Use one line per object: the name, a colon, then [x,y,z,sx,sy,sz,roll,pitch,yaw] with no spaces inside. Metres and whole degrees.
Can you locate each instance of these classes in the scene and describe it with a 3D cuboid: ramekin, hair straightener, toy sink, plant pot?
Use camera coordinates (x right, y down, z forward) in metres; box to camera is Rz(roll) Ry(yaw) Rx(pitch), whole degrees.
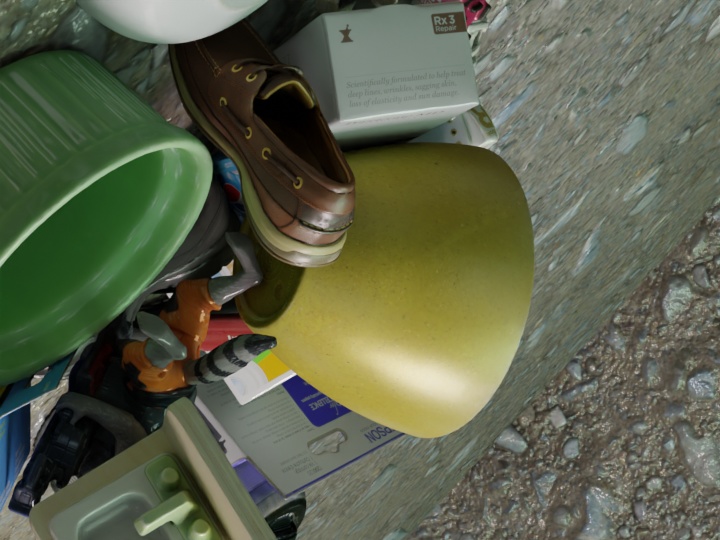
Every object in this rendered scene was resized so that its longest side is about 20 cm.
ramekin: [-0.193,-0.035,1.114,0.200,0.098,0.200,-41,164,-14]
hair straightener: [-0.127,0.028,1.372,0.077,0.198,0.041,-76,151,-44]
toy sink: [-0.128,0.184,1.153,0.111,0.131,0.200,-30,168,-19]
plant pot: [0.000,0.000,1.241,0.141,0.201,0.201,13,128,-32]

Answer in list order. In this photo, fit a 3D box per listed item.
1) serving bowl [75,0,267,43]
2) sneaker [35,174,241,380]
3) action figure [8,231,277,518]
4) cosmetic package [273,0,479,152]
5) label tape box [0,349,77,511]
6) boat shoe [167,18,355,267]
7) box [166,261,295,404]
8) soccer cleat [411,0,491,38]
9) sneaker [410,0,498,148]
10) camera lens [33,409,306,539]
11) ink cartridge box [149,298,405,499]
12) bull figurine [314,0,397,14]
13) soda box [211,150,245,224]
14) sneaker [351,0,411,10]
serving bowl: [-0.071,-0.202,1.068,0.200,0.066,0.200,-42,163,-15]
sneaker: [-0.173,-0.006,1.318,0.200,0.076,0.091,-42,151,-20]
action figure: [-0.141,0.089,1.202,0.194,0.104,0.201,-56,-173,41]
cosmetic package: [-0.007,-0.118,1.245,0.101,0.075,0.200,-9,178,-19]
label tape box: [-0.261,0.122,1.184,0.198,0.064,0.144,-22,-169,3]
boat shoe: [-0.054,-0.097,1.133,0.071,0.201,0.068,-6,143,-35]
box: [-0.031,-0.004,1.433,0.199,0.113,0.101,-30,-168,17]
soccer cleat: [0.062,-0.234,1.281,0.070,0.086,0.201,-41,159,-53]
sneaker: [0.082,-0.155,1.492,0.073,0.116,0.201,-21,151,-51]
camera lens: [-0.156,0.180,1.565,0.160,0.200,0.160,-41,164,-14]
ink cartridge box: [-0.082,0.098,1.548,0.043,0.200,0.198,-50,164,29]
bull figurine: [0.015,-0.231,1.180,0.201,0.064,0.122,105,-4,-47]
soda box: [-0.019,-0.110,1.398,0.200,0.064,0.068,-39,-166,-24]
sneaker: [0.060,-0.227,1.368,0.200,0.073,0.071,-42,146,-28]
